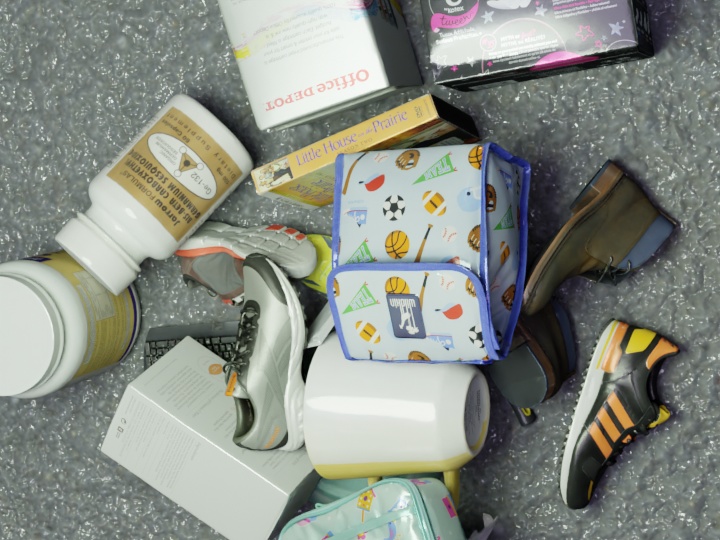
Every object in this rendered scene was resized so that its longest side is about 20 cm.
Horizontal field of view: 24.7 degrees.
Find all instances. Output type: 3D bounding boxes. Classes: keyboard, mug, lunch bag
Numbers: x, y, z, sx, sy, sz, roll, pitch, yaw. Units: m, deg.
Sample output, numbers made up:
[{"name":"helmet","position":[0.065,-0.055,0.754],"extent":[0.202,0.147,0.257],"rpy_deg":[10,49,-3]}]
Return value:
[{"name":"keyboard","position":[0.000,0.000,1.662],"extent":[0.011,0.056,0.200],"rpy_deg":[40,67,-10]},{"name":"keyboard","position":[-0.148,0.119,1.773],"extent":[0.200,0.021,0.127],"rpy_deg":[-5,94,29]},{"name":"mug","position":[0.049,0.145,1.633],"extent":[0.153,0.187,0.150],"rpy_deg":[1,59,23]},{"name":"lunch bag","position":[0.010,0.288,1.590],"extent":[0.200,0.077,0.161],"rpy_deg":[-28,73,33]},{"name":"lunch bag","position":[0.063,-0.012,1.546],"extent":[0.170,0.124,0.200],"rpy_deg":[-1,81,30]}]

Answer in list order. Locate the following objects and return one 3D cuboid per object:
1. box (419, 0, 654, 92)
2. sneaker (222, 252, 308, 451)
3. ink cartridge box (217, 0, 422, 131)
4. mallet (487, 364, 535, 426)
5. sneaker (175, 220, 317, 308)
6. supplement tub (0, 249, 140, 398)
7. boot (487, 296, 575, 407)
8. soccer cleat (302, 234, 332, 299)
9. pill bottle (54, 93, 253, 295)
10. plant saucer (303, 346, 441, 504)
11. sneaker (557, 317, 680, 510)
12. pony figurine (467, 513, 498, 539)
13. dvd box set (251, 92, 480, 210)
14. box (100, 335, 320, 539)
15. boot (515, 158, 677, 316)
[{"name":"box","position":[0.172,-0.249,1.598],"extent":[0.200,0.132,0.115],"rpy_deg":[-8,90,17]},{"name":"sneaker","position":[-0.098,0.083,1.625],"extent":[0.079,0.074,0.200],"rpy_deg":[-6,93,-27]},{"name":"ink cartridge box","position":[-0.045,-0.255,1.654],"extent":[0.145,0.145,0.200],"rpy_deg":[-16,91,18]},{"name":"mallet","position":[0.131,0.065,1.696],"extent":[0.041,0.066,0.200],"rpy_deg":[-22,107,52]},{"name":"sneaker","position":[-0.117,-0.001,1.729],"extent":[0.200,0.077,0.082],"rpy_deg":[11,117,45]},{"name":"supplement tub","position":[-0.334,0.056,1.745],"extent":[0.145,0.200,0.146],"rpy_deg":[2,96,16]},{"name":"boot","position":[0.150,0.038,1.658],"extent":[0.075,0.097,0.200],"rpy_deg":[-26,83,32]},{"name":"soccer cleat","position":[0.004,0.025,1.702],"extent":[0.200,0.084,0.065],"rpy_deg":[35,104,10]},{"name":"pill bottle","position":[-0.216,-0.076,1.706],"extent":[0.114,0.114,0.200],"rpy_deg":[41,81,9]},{"name":"plant saucer","position":[-0.006,0.172,1.747],"extent":[0.200,0.036,0.200],"rpy_deg":[2,96,16]},{"name":"sneaker","position":[0.259,0.153,1.647],"extent":[0.090,0.070,0.200],"rpy_deg":[16,98,17]},{"name":"pony figurine","position":[0.045,0.329,1.705],"extent":[0.200,0.167,0.193],"rpy_deg":[32,136,8]},{"name":"dvd box set","position":[0.007,-0.116,1.653],"extent":[0.200,0.146,0.029],"rpy_deg":[-22,78,17]},{"name":"box","position":[-0.144,0.179,1.698],"extent":[0.200,0.124,0.098],"rpy_deg":[33,122,10]},{"name":"boot","position":[0.229,-0.013,1.598],"extent":[0.097,0.075,0.200],"rpy_deg":[37,64,1]}]
